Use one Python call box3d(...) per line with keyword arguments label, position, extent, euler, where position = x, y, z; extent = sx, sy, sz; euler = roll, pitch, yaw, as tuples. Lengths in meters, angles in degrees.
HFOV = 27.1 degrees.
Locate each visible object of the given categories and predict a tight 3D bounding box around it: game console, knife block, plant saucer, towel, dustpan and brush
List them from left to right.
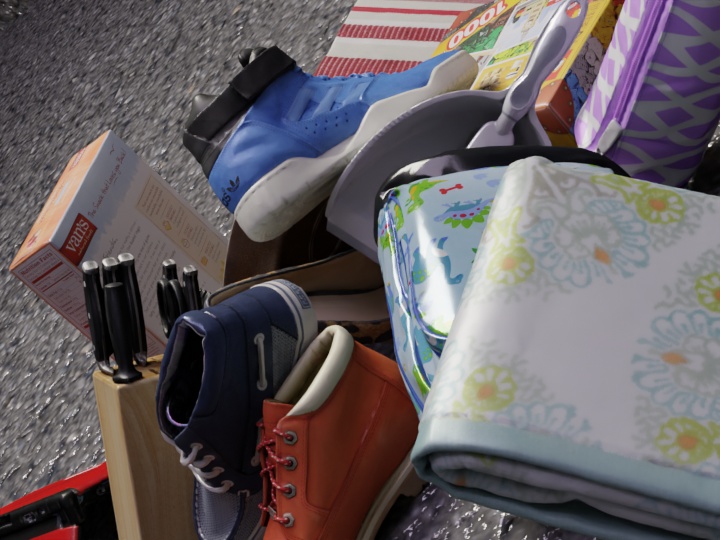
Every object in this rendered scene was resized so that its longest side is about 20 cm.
box3d(label="game console", position=(-0.237, 0.234, 1.161), extent=(0.199, 0.120, 0.172), euler=(-24, 1, 41))
box3d(label="knife block", position=(-0.147, 0.098, 1.002), extent=(0.201, 0.175, 0.064), euler=(-57, 24, -9))
box3d(label="plant saucer", position=(-0.034, -0.033, 1.077), extent=(0.032, 0.201, 0.201), euler=(20, 61, 22))
box3d(label="towel", position=(0.045, -0.180, 1.233), extent=(0.142, 0.023, 0.201), euler=(5, 41, 19))
box3d(label="dustpan and brush", position=(0.080, -0.078, 0.908), extent=(0.201, 0.139, 0.057), euler=(-58, -4, 2))
box3d(label="towel", position=(0.137, 0.040, 0.648), extent=(0.198, 0.048, 0.172), euler=(14, 51, 12))

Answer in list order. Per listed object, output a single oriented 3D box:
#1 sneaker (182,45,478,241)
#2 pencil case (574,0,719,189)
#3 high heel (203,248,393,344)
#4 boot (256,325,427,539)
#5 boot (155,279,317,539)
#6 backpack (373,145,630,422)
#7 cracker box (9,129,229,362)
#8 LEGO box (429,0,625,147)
box3d(label="sneaker", position=(-0.023, -0.114, 0.970), extent=(0.199, 0.112, 0.077), euler=(-35, -13, -18))
box3d(label="pencil case", position=(0.172, -0.130, 0.824), extent=(0.085, 0.201, 0.084), euler=(-21, 55, -26))
box3d(label="high heel", position=(0.000, 0.000, 0.957), extent=(0.200, 0.142, 0.072), euler=(-43, 49, 22))
box3d(label="boot", position=(-0.036, 0.130, 0.869), extent=(0.075, 0.107, 0.201), euler=(1, 53, 58))
box3d(label="boot", position=(-0.092, 0.101, 0.916), extent=(0.072, 0.090, 0.202), euler=(30, 120, 34))
box3d(label="backpack", position=(0.085, 0.021, 0.787), extent=(0.161, 0.154, 0.202), euler=(-2, 55, 3))
box3d(label="cracker box", position=(-0.160, 0.008, 1.156), extent=(0.057, 0.200, 0.135), euler=(-28, 28, 35))
box3d(label="LEGO box", position=(0.119, -0.125, 1.045), extent=(0.199, 0.077, 0.150), euler=(-9, 42, 55))
